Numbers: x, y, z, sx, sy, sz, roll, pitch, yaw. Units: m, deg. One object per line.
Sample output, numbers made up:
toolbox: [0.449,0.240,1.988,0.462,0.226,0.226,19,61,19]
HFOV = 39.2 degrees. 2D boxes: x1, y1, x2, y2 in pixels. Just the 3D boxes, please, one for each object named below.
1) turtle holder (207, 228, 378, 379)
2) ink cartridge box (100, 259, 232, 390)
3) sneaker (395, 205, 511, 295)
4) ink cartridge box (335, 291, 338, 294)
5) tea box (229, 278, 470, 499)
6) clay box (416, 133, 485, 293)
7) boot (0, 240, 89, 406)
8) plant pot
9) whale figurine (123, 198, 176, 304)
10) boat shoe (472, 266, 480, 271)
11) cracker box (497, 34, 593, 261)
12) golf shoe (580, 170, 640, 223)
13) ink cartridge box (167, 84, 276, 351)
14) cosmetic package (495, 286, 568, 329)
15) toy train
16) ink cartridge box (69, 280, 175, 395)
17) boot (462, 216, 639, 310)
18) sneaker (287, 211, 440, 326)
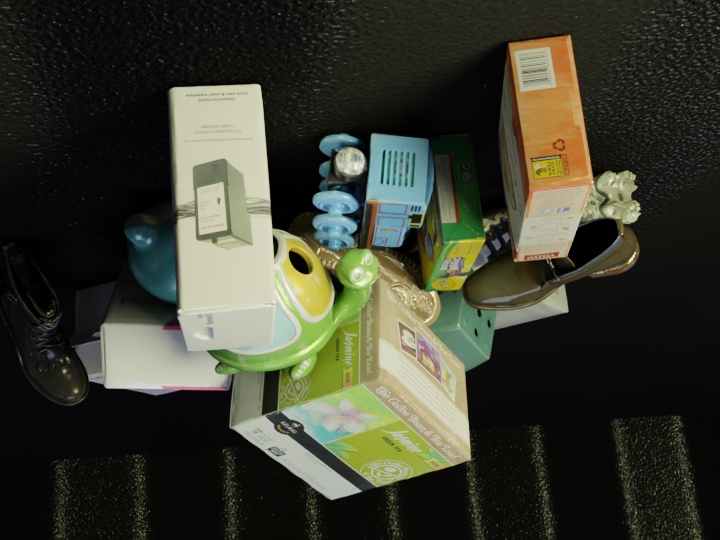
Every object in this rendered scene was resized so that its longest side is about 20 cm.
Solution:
turtle holder: [-0.085,0.028,1.026,0.184,0.141,0.132,14,141,23]
ink cartridge box: [-0.221,0.059,1.205,0.145,0.083,0.200,1,-158,-5]
sneaker: [0.115,-0.039,1.227,0.199,0.091,0.067,-33,141,5]
ink cartridge box: [-0.085,0.079,1.259,0.145,0.048,0.201,32,144,13]
tea box: [-0.007,0.139,1.137,0.196,0.134,0.200,-22,136,25]
clay box: [0.090,-0.052,1.084,0.047,0.116,0.200,-4,163,-5]
boot: [-0.390,0.072,1.236,0.069,0.201,0.174,-33,-178,-26]
plant pot: [0.067,0.063,1.310,0.199,0.142,0.141,-9,143,32]
whale figurine: [-0.177,-0.027,1.098,0.158,0.105,0.200,5,159,-30]
boat shoe: [0.142,-0.003,1.346,0.071,0.066,0.200,1,162,-21]
cracker box: [0.161,-0.101,0.912,0.057,0.135,0.200,-7,163,4]
golf shoe: [0.220,-0.078,1.121,0.199,0.079,0.097,11,163,-40]
ink cartridge box: [-0.122,-0.042,0.900,0.083,0.202,0.146,-4,163,-7]
cosmetic package: [0.187,0.038,1.473,0.199,0.082,0.113,-14,161,30]
toy train: [0.011,-0.071,1.020,0.113,0.087,0.200,7,162,0]
ink cartridge box: [-0.299,0.090,1.404,0.128,0.126,0.200,-13,161,23]
boot: [0.196,-0.013,1.081,0.199,0.075,0.097,-20,162,12]
sneaker: [0.000,0.000,1.188,0.199,0.071,0.112,34,172,-7]
